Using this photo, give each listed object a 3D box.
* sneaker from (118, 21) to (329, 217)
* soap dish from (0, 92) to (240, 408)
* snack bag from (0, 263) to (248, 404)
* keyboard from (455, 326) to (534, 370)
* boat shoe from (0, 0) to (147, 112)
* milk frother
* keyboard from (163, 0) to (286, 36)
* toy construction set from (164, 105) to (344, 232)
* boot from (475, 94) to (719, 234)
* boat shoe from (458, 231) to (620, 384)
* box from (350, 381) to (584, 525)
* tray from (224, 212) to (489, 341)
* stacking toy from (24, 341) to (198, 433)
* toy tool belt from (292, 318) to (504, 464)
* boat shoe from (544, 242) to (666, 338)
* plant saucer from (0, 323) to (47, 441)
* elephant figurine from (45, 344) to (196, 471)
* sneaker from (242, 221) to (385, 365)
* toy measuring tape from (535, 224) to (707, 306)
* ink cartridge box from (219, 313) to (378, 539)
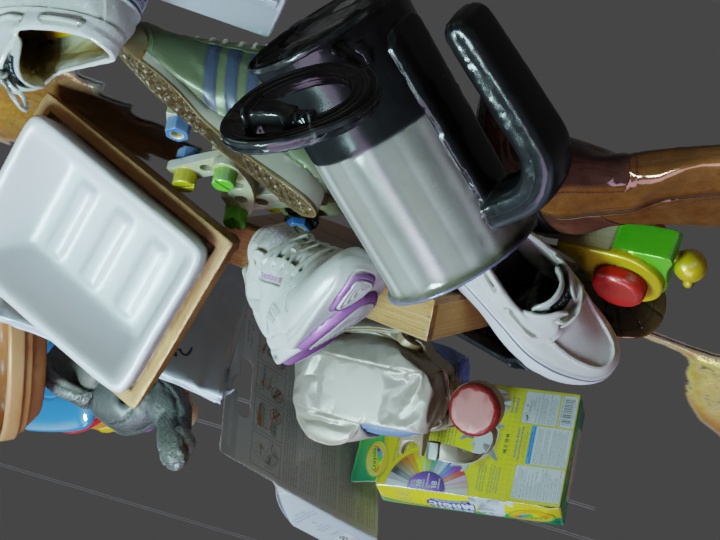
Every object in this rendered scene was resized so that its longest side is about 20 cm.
[{"bbox_3d":[-0.077,-0.129,1.464,0.200,0.090,0.067,40,169,18],"label":"sneaker"},{"bbox_3d":[-0.198,-0.017,1.592,0.200,0.158,0.081,39,-159,19],"label":"soap dish"},{"bbox_3d":[-0.186,0.021,1.697,0.199,0.189,0.021,21,123,-6],"label":"snack bag"},{"bbox_3d":[0.093,0.035,1.658,0.127,0.021,0.200,8,-163,-48],"label":"keyboard"},{"bbox_3d":[-0.237,-0.155,1.463,0.201,0.086,0.075,-2,149,38],"label":"boat shoe"},{"bbox_3d":[0.011,-0.064,1.314,0.180,0.200,0.189,-8,117,57],"label":"milk frother"},{"bbox_3d":[-0.150,-0.206,1.417,0.199,0.011,0.056,19,159,-9],"label":"keyboard"},{"bbox_3d":[-0.041,-0.075,1.540,0.199,0.092,0.131,11,156,31],"label":"toy construction set"},{"bbox_3d":[0.186,-0.071,1.450,0.199,0.069,0.188,2,151,21],"label":"boot"},{"bbox_3d":[0.132,0.017,1.528,0.200,0.072,0.066,46,157,-24],"label":"boat shoe"},{"bbox_3d":[0.098,0.162,1.900,0.199,0.118,0.048,7,153,15],"label":"box"},{"bbox_3d":[0.000,0.000,1.597,0.199,0.037,0.098,22,-162,31],"label":"tray"},{"bbox_3d":[-0.226,0.120,2.016,0.109,0.117,0.200,-5,160,39],"label":"stacking toy"},{"bbox_3d":[0.045,0.105,1.845,0.199,0.125,0.123,7,-175,20],"label":"toy tool belt"},{"bbox_3d":[0.142,0.014,1.636,0.199,0.074,0.066,17,179,9],"label":"boat shoe"},{"bbox_3d":[-0.297,0.046,1.789,0.037,0.201,0.200,0,158,-16],"label":"plant saucer"},{"bbox_3d":[-0.204,0.082,1.792,0.141,0.201,0.155,17,155,-9],"label":"elephant figurine"},{"bbox_3d":[-0.046,0.008,1.482,0.100,0.075,0.200,60,159,3],"label":"sneaker"},{"bbox_3d":[0.170,-0.016,1.576,0.199,0.074,0.074,12,156,25],"label":"toy measuring tape"},{"bbox_3d":[-0.063,0.148,1.899,0.200,0.163,0.057,30,135,-31],"label":"ink cartridge box"}]
